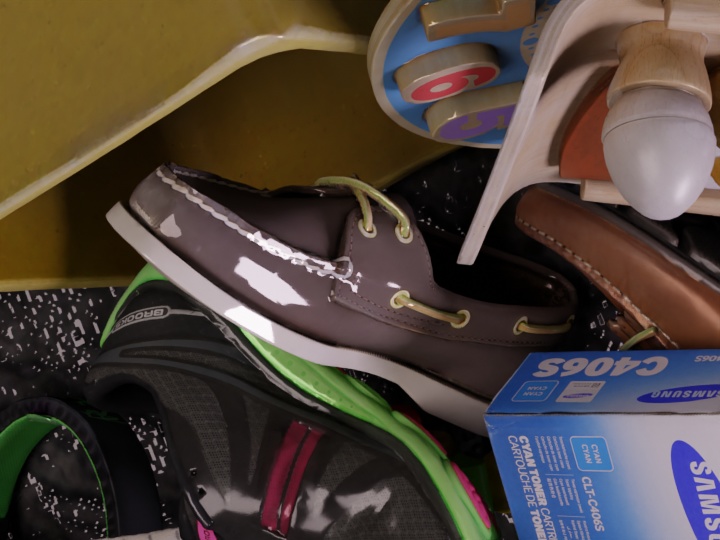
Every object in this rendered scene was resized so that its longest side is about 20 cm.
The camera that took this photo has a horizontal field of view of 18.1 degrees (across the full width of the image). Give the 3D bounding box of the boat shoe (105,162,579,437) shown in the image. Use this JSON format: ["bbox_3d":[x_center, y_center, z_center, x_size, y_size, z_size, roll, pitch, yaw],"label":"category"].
[{"bbox_3d":[0.000,0.000,0.767,0.060,0.199,0.072,-54,44,11],"label":"boat shoe"}]

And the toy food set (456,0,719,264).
[{"bbox_3d":[0.136,-0.024,0.676,0.198,0.144,0.061,7,69,-3],"label":"toy food set"}]

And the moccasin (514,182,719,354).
[{"bbox_3d":[0.131,0.040,0.779,0.201,0.074,0.078,39,111,7],"label":"moccasin"}]

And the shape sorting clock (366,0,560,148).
[{"bbox_3d":[0.099,-0.082,0.692,0.199,0.199,0.039,-32,67,33],"label":"shape sorting clock"}]

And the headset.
[{"bbox_3d":[-0.141,0.153,0.941,0.123,0.093,0.202,1,88,48],"label":"headset"}]

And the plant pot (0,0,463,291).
[{"bbox_3d":[-0.070,-0.123,0.794,0.195,0.194,0.201,-27,76,33],"label":"plant pot"}]

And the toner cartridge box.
[{"bbox_3d":[0.114,0.124,0.766,0.094,0.043,0.201,-3,116,32],"label":"toner cartridge box"}]

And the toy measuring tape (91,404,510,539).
[{"bbox_3d":[-0.029,0.094,0.865,0.198,0.074,0.074,-11,97,4],"label":"toy measuring tape"}]

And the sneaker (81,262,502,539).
[{"bbox_3d":[-0.020,0.077,0.795,0.200,0.077,0.084,38,82,28],"label":"sneaker"}]
